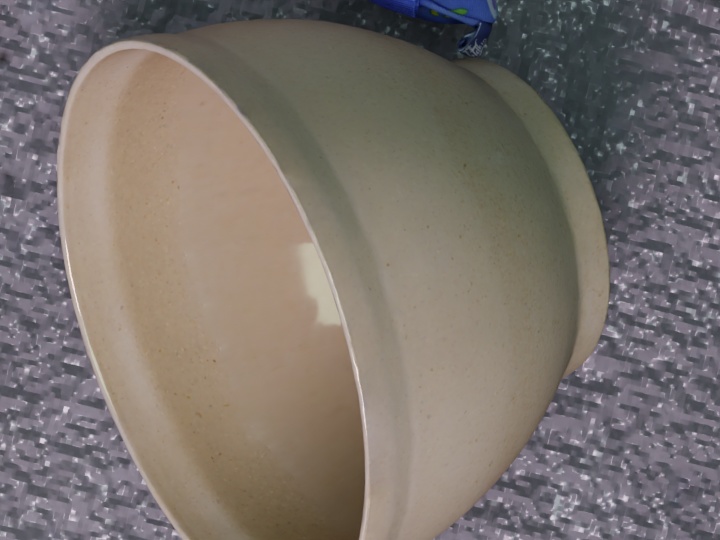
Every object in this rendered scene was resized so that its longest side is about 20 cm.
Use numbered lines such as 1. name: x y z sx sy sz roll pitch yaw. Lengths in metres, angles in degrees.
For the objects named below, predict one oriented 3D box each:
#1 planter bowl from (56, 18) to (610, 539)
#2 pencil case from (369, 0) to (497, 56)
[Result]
1. planter bowl: 0.000 0.000 0.981 0.134 0.200 0.202 -20 94 -29
2. pencil case: 0.038 -0.181 0.994 0.078 0.087 0.201 17 104 -5
